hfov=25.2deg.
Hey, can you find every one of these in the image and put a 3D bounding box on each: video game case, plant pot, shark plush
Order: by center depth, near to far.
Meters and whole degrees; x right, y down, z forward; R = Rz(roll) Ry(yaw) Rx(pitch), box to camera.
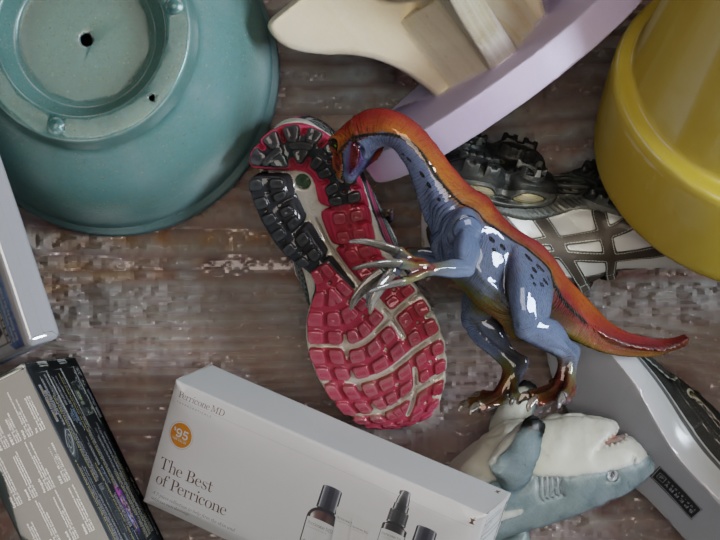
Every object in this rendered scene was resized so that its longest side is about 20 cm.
[{"bbox_3d":[0.239,-0.120,0.870,0.201,0.189,0.201,1,52,-2],"label":"plant pot"},{"bbox_3d":[-0.246,-0.037,0.914,0.022,0.182,0.200,-18,88,-36],"label":"video game case"},{"bbox_3d":[-0.150,-0.125,0.926,0.200,0.134,0.200,0,87,-1],"label":"plant pot"},{"bbox_3d":[0.076,0.155,0.949,0.083,0.091,0.200,45,88,-6],"label":"shark plush"}]

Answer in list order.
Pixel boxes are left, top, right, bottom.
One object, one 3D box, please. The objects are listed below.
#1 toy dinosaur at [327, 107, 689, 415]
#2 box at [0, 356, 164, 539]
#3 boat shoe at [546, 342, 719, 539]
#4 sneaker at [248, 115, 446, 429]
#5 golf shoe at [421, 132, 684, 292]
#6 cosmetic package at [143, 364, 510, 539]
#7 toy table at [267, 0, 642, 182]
[{"bbox_3d":[0.060,-0.011,0.899,0.200,0.105,0.182,-19,96,-30],"label":"toy dinosaur"},{"bbox_3d":[-0.150,0.148,0.908,0.044,0.160,0.200,-26,89,-1],"label":"box"},{"bbox_3d":[0.191,0.103,0.967,0.057,0.069,0.200,-33,80,-37],"label":"boat shoe"},{"bbox_3d":[0.000,0.000,0.962,0.081,0.075,0.200,-17,101,12],"label":"sneaker"},{"bbox_3d":[0.131,-0.019,0.970,0.200,0.078,0.095,15,114,-6],"label":"golf shoe"},{"bbox_3d":[-0.022,0.131,0.926,0.200,0.051,0.083,21,103,18],"label":"cosmetic package"},{"bbox_3d":[0.055,-0.156,0.926,0.200,0.184,0.117,-41,106,-10],"label":"toy table"}]
